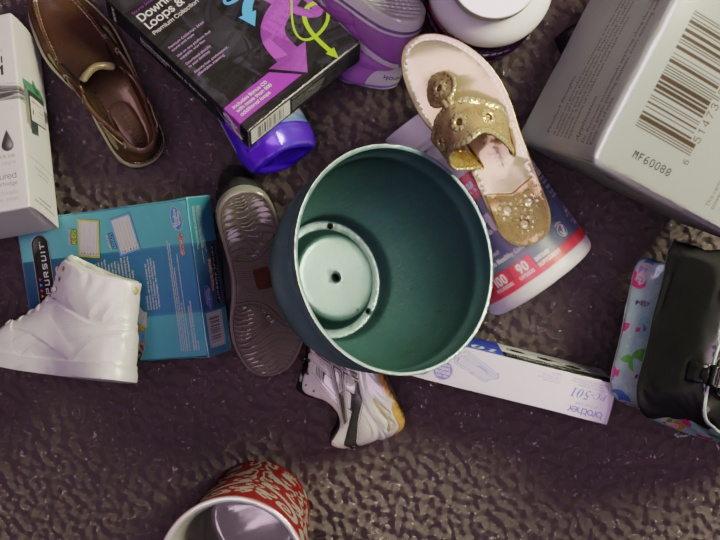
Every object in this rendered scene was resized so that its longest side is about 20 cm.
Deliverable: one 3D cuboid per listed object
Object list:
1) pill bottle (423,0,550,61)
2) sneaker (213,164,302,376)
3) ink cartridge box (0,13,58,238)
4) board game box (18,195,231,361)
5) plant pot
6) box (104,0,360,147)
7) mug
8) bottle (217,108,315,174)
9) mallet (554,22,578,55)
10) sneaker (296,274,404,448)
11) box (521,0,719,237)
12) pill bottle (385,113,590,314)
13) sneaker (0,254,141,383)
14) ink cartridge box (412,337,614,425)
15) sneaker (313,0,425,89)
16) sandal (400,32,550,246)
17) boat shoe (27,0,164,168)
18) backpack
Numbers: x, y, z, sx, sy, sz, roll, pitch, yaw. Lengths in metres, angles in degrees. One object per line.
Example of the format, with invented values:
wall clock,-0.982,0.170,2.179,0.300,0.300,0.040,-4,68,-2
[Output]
pill bottle,0.114,-0.254,1.113,0.112,0.200,0.113,0,94,2
sneaker,-0.099,-0.003,1.199,0.075,0.106,0.200,-8,113,-6
ink cartridge box,-0.379,-0.131,1.167,0.146,0.084,0.200,-11,76,2
board game box,-0.232,0.013,1.187,0.200,0.047,0.151,-5,94,24
plant pot,0.000,0.000,1.097,0.200,0.134,0.201,6,78,-29
box,-0.119,-0.225,1.131,0.200,0.036,0.143,42,70,16
mug,-0.101,0.275,1.157,0.133,0.200,0.178,-23,94,3
bottle,-0.119,-0.191,1.182,0.065,0.084,0.200,-34,79,29
mallet,0.292,-0.238,1.194,0.200,0.041,0.066,-21,94,-1
sneaker,-0.031,0.084,1.204,0.088,0.076,0.200,-24,92,3
box,0.294,-0.155,1.107,0.200,0.171,0.199,25,95,-20
pill bottle,0.117,-0.070,1.167,0.120,0.120,0.200,-36,92,4
sneaker,-0.289,0.043,1.159,0.200,0.074,0.116,2,83,26
ink cartridge box,0.142,0.099,1.190,0.200,0.094,0.044,14,94,1
sneaker,-0.029,-0.251,1.183,0.073,0.114,0.200,-26,60,-33
sandal,0.105,-0.111,1.055,0.078,0.070,0.212,-29,100,13
boat shoe,-0.253,-0.196,1.186,0.075,0.075,0.202,-36,95,-10
backpack,0.338,0.075,1.143,0.200,0.150,0.178,18,83,-39
